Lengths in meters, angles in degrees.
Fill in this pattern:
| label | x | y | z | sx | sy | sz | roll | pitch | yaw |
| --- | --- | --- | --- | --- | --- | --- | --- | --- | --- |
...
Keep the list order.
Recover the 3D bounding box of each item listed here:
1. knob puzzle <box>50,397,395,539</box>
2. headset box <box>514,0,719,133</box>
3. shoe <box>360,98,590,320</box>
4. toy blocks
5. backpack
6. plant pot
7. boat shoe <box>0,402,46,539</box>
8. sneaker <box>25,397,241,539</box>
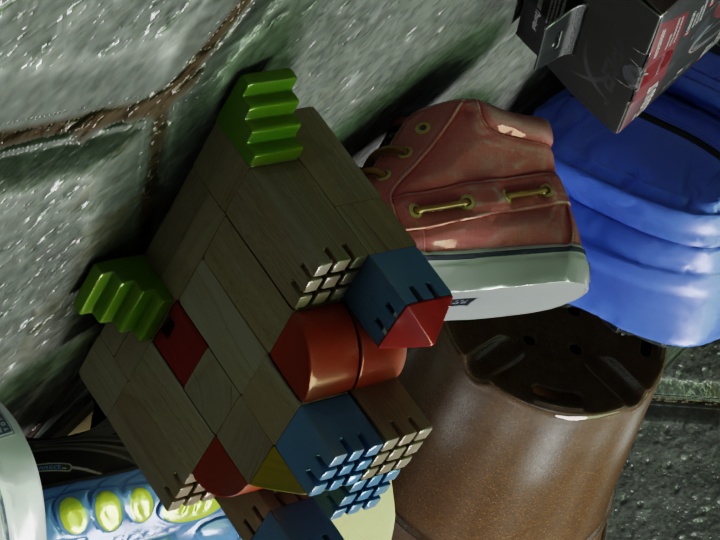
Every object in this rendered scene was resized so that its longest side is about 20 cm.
| label | x | y | z | sx | sy | sz | roll | pitch | yaw |
| --- | --- | --- | --- | --- | --- | --- | --- | --- | --- |
| knob puzzle | -0.070 | 0.125 | 1.157 | 0.220 | 0.220 | 0.030 | -43 | -151 | -3 |
| headset box | 0.156 | -0.160 | 1.101 | 0.200 | 0.075 | 0.149 | -42 | 169 | -12 |
| shoe | 0.010 | -0.025 | 1.107 | 0.200 | 0.091 | 0.071 | -3 | 163 | -27 |
| toy blocks | -0.031 | 0.039 | 0.947 | 0.100 | 0.137 | 0.200 | -12 | 145 | -42 |
| backpack | 0.176 | -0.064 | 1.340 | 0.200 | 0.162 | 0.168 | -34 | 137 | -41 |
| plant pot | 0.094 | 0.090 | 1.562 | 0.200 | 0.200 | 0.198 | -35 | 158 | -38 |
| boat shoe | -0.164 | 0.143 | 0.973 | 0.065 | 0.074 | 0.200 | -21 | 123 | -30 |
| sneaker | -0.080 | 0.085 | 1.072 | 0.199 | 0.083 | 0.071 | -5 | 130 | -40 |
